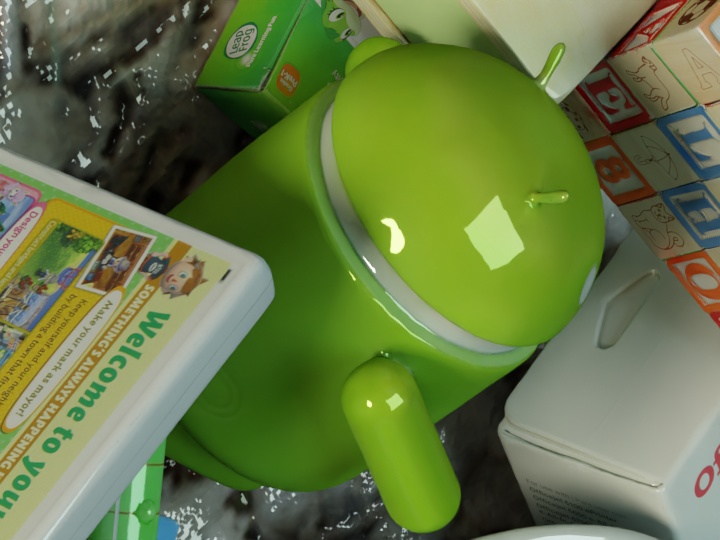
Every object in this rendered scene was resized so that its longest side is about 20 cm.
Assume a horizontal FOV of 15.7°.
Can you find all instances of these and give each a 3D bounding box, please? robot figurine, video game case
[{"bbox_3d":[0.000,0.000,0.902,0.116,0.200,0.176,33,38,-29],"label":"robot figurine"},{"bbox_3d":[-0.153,0.043,0.778,0.200,0.182,0.022,-52,148,-25],"label":"video game case"}]

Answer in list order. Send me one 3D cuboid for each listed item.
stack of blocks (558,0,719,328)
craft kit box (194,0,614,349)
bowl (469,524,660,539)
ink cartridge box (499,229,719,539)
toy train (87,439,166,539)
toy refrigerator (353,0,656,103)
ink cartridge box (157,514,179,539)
[{"bbox_3d":[0.167,-0.020,0.955,0.200,0.115,0.059,50,64,-13],"label":"stack of blocks"},{"bbox_3d":[0.049,-0.101,1.045,0.200,0.048,0.198,41,66,-39],"label":"craft kit box"},{"bbox_3d":[0.064,0.199,0.997,0.200,0.091,0.202,-9,132,-11],"label":"bowl"},{"bbox_3d":[0.152,0.086,1.103,0.145,0.084,0.200,-52,140,-25],"label":"ink cartridge box"},{"bbox_3d":[-0.086,0.111,0.818,0.042,0.056,0.201,3,93,-45],"label":"toy train"},{"bbox_3d":[0.008,-0.146,0.928,0.070,0.076,0.200,-46,105,-21],"label":"toy refrigerator"},{"bbox_3d":[-0.159,0.158,0.851,0.145,0.084,0.201,21,81,-45],"label":"ink cartridge box"}]
